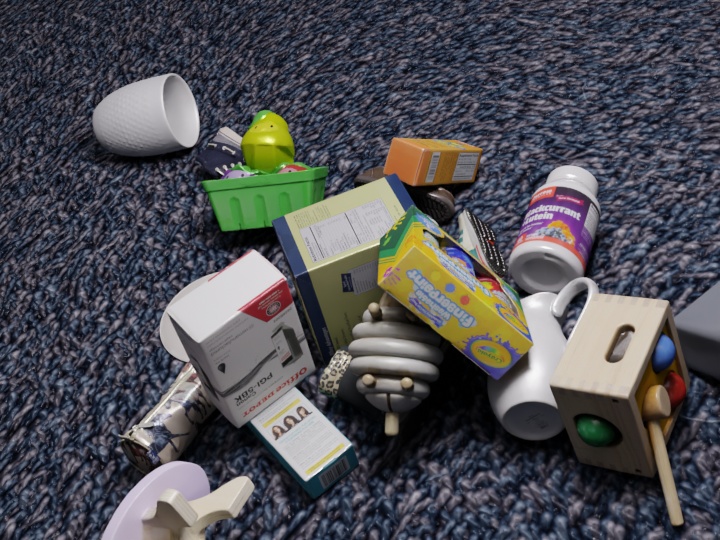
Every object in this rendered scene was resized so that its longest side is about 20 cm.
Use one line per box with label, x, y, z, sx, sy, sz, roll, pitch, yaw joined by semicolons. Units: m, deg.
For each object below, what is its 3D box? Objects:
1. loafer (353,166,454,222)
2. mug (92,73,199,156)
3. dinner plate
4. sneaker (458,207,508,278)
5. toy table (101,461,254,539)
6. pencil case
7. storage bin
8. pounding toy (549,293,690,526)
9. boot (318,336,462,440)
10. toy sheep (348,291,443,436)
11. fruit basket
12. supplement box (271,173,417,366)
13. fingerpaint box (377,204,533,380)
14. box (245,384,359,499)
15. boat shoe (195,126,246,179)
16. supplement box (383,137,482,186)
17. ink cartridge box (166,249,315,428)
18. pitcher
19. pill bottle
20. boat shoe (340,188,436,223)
loafer;0.081;-0.141;1.593;0.200;0.073;0.071;21;55;32
mug;-0.424;-0.305;1.872;0.175;0.148;0.200;-10;14;17
dinner plate;-0.232;0.067;1.517;0.199;0.024;0.201;-9;44;9
sneaker;0.164;-0.023;1.453;0.093;0.070;0.200;-45;22;18
toy table;-0.222;0.332;1.159;0.117;0.184;0.200;-2;52;38
pencil case;-0.258;0.197;1.348;0.078;0.090;0.200;15;51;29
storage bin;0.518;0.074;1.222;0.200;0.146;0.134;-34;19;-17
pounding toy;0.338;0.168;1.153;0.142;0.184;0.200;5;47;37
boot;0.049;0.127;1.331;0.153;0.074;0.204;21;59;26
toy sheep;0.045;0.113;1.217;0.137;0.138;0.201;5;78;21
fruit basket;-0.161;-0.177;1.612;0.215;0.216;0.156;-5;7;11
supplement box;0.000;0.000;1.386;0.199;0.200;0.134;-21;43;-5
fingerpaint box;0.120;0.024;1.208;0.073;0.200;0.167;-47;12;18
box;-0.096;0.221;1.304;0.082;0.049;0.200;-35;47;-19
boat shoe;-0.224;-0.191;1.746;0.093;0.075;0.200;-47;48;-11
supplement box;0.123;-0.180;1.550;0.066;0.069;0.200;25;18;30
ink cartridge box;-0.155;0.096;1.267;0.147;0.200;0.083;-37;51;-20
pitcher;0.248;0.110;1.239;0.172;0.121;0.200;-41;24;38
pill bottle;0.302;-0.064;1.424;0.111;0.112;0.200;7;49;23
boat shoe;0.041;-0.095;1.559;0.200;0.071;0.091;2;51;21
